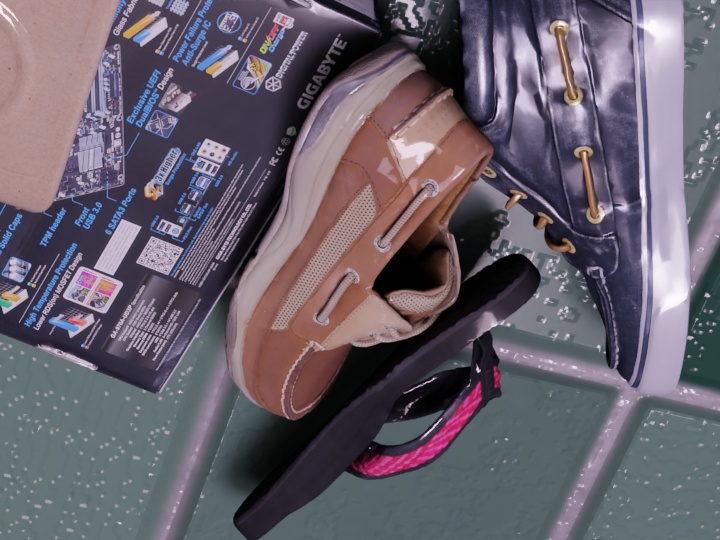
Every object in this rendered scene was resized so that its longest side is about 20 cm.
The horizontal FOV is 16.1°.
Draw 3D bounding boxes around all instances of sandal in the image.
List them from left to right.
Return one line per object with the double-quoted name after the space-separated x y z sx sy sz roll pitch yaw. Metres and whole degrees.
0.020 0.061 1.082 0.045 0.075 0.200 44 126 0 "sandal"

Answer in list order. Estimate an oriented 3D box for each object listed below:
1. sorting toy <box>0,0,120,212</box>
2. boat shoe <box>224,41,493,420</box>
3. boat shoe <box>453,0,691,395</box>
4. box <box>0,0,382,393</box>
-0.171 -0.119 0.870 0.185 0.037 0.200 18 131 -8 "sorting toy"
0.000 0.000 1.019 0.072 0.076 0.200 36 141 14 "boat shoe"
0.085 -0.037 1.035 0.091 0.071 0.200 -5 119 2 "boat shoe"
-0.107 -0.059 1.013 0.159 0.046 0.200 22 120 -19 "box"
